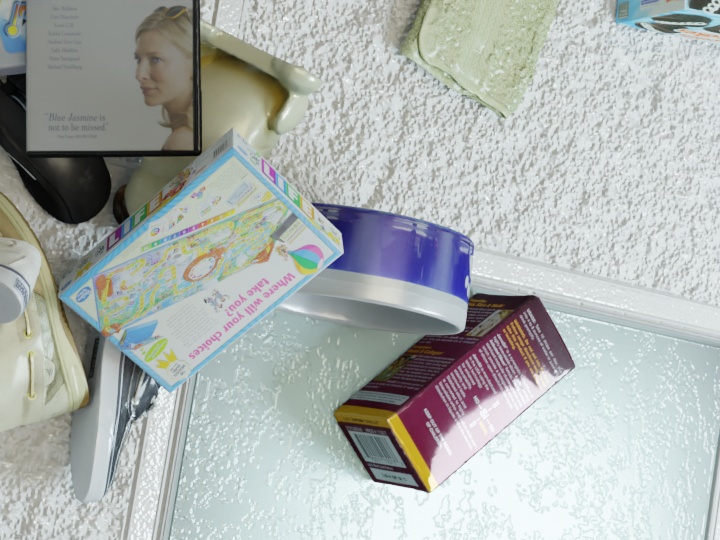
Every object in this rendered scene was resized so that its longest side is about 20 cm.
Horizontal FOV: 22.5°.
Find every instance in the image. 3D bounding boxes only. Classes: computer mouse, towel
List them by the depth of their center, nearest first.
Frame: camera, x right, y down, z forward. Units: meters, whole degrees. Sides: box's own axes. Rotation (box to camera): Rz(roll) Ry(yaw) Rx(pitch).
[{"bbox_3d":[-0.298,-0.112,1.525,0.140,0.046,0.201,-37,107,-25],"label":"computer mouse"},{"bbox_3d":[0.129,-0.265,1.765,0.147,0.036,0.202,26,78,-27],"label":"towel"}]

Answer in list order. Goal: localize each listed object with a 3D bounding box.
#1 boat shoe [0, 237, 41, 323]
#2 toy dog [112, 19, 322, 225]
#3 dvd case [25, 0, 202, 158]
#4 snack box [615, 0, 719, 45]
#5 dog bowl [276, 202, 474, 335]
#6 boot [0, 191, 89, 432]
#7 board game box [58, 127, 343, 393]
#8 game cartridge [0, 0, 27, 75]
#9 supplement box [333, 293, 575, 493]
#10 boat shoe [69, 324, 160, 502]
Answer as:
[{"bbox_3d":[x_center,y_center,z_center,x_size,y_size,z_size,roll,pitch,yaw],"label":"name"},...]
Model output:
[{"bbox_3d":[-0.350,-0.008,1.449,0.070,0.198,0.071,-70,158,-45],"label":"boat shoe"},{"bbox_3d":[-0.140,-0.103,1.561,0.138,0.194,0.202,27,91,-5],"label":"toy dog"},{"bbox_3d":[-0.199,-0.192,1.464,0.141,0.018,0.203,-1,86,-3],"label":"dvd case"},{"bbox_3d":[0.375,-0.260,1.856,0.198,0.116,0.038,6,87,-28],"label":"snack box"},{"bbox_3d":[0.000,0.000,1.601,0.198,0.199,0.080,14,80,-28],"label":"dog bowl"},{"bbox_3d":[-0.325,0.048,1.497,0.154,0.072,0.202,-23,101,-24],"label":"boot"},{"bbox_3d":[-0.131,-0.005,1.486,0.199,0.034,0.134,-38,116,17],"label":"board game box"},{"bbox_3d":[-0.259,-0.236,1.489,0.198,0.040,0.135,-18,91,-5],"label":"game cartridge"},{"bbox_3d":[0.088,0.111,1.699,0.199,0.110,0.086,-38,107,-23],"label":"supplement box"},{"bbox_3d":[-0.205,0.102,1.565,0.067,0.072,0.203,12,77,-26],"label":"boat shoe"}]
